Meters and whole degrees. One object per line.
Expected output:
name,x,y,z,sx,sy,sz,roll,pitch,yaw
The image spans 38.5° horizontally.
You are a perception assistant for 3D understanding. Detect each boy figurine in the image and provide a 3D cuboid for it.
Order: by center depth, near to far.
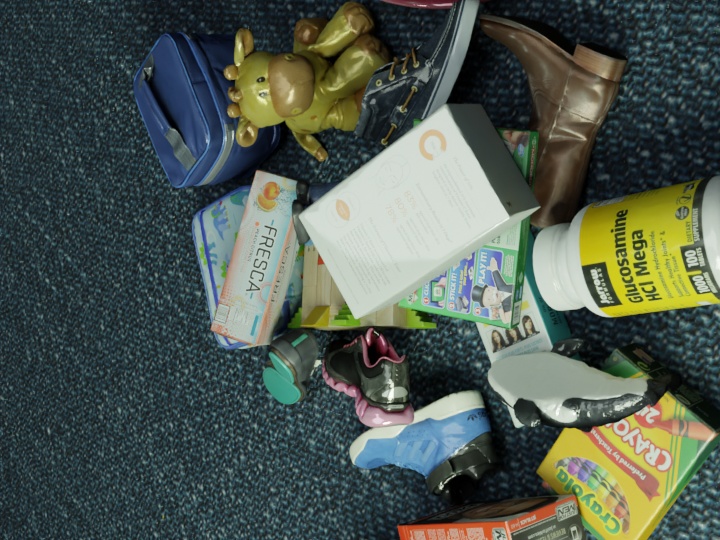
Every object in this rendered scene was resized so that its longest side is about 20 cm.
boy figurine,0.023,-0.081,1.172,0.197,0.125,0.065,-5,130,8

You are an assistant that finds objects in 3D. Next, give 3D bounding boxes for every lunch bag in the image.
lunch bag,-0.213,-0.217,1.344,0.136,0.131,0.202,-42,68,44
lunch bag,-0.142,-0.002,1.353,0.159,0.082,0.203,-16,83,43

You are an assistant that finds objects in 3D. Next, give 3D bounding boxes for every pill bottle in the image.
pill bottle,0.268,-0.017,0.977,0.198,0.112,0.114,-12,87,41

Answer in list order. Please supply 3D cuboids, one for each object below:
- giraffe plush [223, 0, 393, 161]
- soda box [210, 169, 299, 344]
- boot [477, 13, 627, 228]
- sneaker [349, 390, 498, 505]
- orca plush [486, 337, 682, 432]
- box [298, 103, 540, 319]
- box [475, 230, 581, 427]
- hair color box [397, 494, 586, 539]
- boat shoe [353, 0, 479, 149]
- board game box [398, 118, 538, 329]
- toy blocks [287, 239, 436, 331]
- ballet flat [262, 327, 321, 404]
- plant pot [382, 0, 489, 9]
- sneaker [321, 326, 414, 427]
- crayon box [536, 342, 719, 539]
giraffe plush,-0.078,-0.222,1.217,0.199,0.161,0.175,-31,76,38
soda box,-0.116,-0.013,1.244,0.063,0.068,0.203,17,90,12
boot,0.171,-0.154,1.084,0.186,0.064,0.203,34,120,35
sneaker,0.073,0.224,1.193,0.199,0.076,0.113,-29,67,32
orca plush,0.221,0.125,1.019,0.198,0.106,0.071,-12,130,33
box,0.058,-0.059,1.034,0.199,0.097,0.126,-34,82,28
box,0.173,0.058,1.107,0.082,0.049,0.203,-27,77,38
hair color box,0.136,0.284,1.099,0.199,0.100,0.062,-23,80,55
boat shoe,0.059,-0.216,1.132,0.090,0.071,0.202,21,120,-1
board game box,0.111,-0.051,1.081,0.133,0.029,0.203,11,103,30
toy blocks,0.000,0.000,1.233,0.198,0.099,0.139,-4,81,43
ballet flat,-0.081,0.118,1.303,0.074,0.072,0.200,64,166,15
plant pot,0.072,-0.394,1.067,0.198,0.199,0.182,-2,78,40
sneaker,0.010,0.106,1.202,0.200,0.078,0.097,-146,53,-62
crayon box,0.265,0.193,1.044,0.127,0.050,0.202,41,120,29
